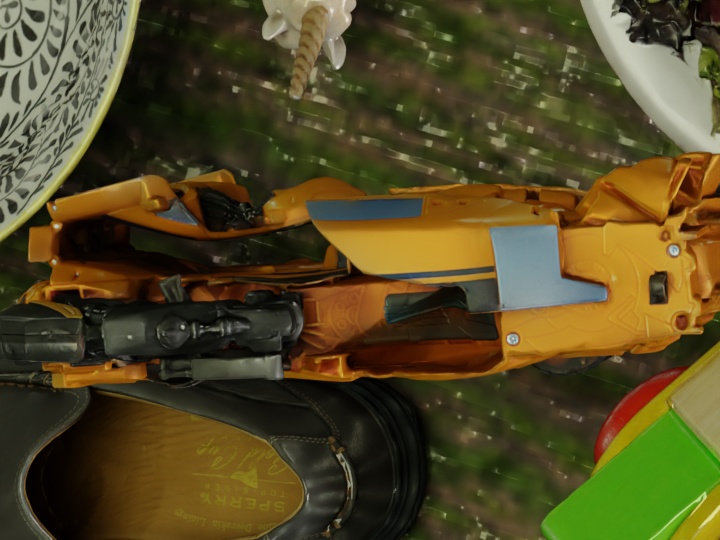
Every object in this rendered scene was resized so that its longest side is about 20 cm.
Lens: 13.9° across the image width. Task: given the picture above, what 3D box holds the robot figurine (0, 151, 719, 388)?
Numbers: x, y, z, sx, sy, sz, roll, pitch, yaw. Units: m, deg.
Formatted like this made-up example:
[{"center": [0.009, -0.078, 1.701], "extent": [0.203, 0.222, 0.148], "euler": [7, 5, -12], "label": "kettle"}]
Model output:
[{"center": [0.000, 0.000, 0.801], "extent": [0.199, 0.145, 0.059], "euler": [-2, 92, 14], "label": "robot figurine"}]

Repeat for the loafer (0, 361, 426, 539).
[{"center": [-0.084, 0.056, 0.865], "extent": [0.199, 0.072, 0.073], "euler": [-5, 89, 21], "label": "loafer"}]

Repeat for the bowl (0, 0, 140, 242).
[{"center": [-0.146, -0.095, 0.872], "extent": [0.199, 0.094, 0.202], "euler": [1, 95, 14], "label": "bowl"}]

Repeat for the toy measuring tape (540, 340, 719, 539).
[{"center": [0.125, 0.036, 0.790], "extent": [0.200, 0.074, 0.074], "euler": [-41, 76, 1], "label": "toy measuring tape"}]

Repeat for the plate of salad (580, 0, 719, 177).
[{"center": [0.147, -0.111, 0.795], "extent": [0.199, 0.048, 0.201], "euler": [0, 90, 20], "label": "plate of salad"}]

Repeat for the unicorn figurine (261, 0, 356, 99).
[{"center": [-0.019, -0.153, 0.851], "extent": [0.200, 0.074, 0.138], "euler": [44, 105, 32], "label": "unicorn figurine"}]
